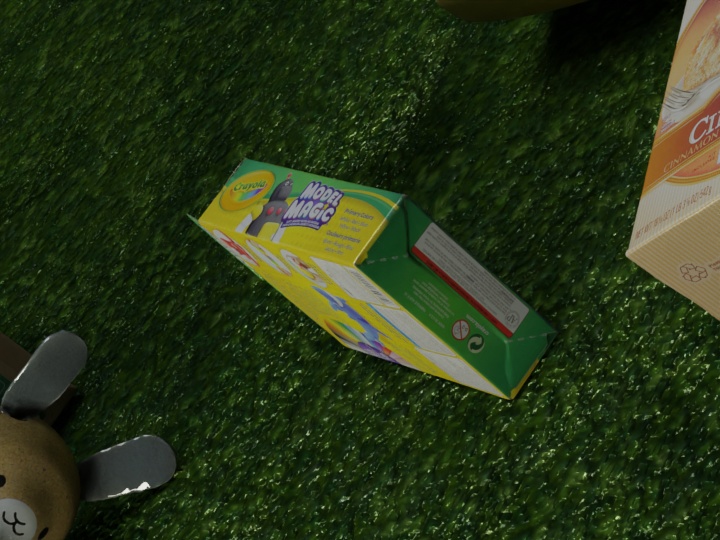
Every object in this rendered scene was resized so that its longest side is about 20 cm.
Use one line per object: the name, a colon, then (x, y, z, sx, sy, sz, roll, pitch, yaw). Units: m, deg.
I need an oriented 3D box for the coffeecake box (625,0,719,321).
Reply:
coffeecake box: (0.209, -0.093, 1.320, 0.153, 0.073, 0.200, -34, 30, 45)

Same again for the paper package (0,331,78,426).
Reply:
paper package: (-0.304, 0.057, 1.785, 0.191, 0.200, 0.104, -1, 54, 57)

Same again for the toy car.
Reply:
toy car: (-0.200, 0.132, 1.601, 0.200, 0.164, 0.158, -38, 27, -3)

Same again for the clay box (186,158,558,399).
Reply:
clay box: (0.000, 0.000, 1.491, 0.048, 0.115, 0.200, -54, 28, -10)

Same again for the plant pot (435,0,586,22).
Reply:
plant pot: (0.124, -0.226, 1.544, 0.142, 0.200, 0.200, 5, 56, 30)
